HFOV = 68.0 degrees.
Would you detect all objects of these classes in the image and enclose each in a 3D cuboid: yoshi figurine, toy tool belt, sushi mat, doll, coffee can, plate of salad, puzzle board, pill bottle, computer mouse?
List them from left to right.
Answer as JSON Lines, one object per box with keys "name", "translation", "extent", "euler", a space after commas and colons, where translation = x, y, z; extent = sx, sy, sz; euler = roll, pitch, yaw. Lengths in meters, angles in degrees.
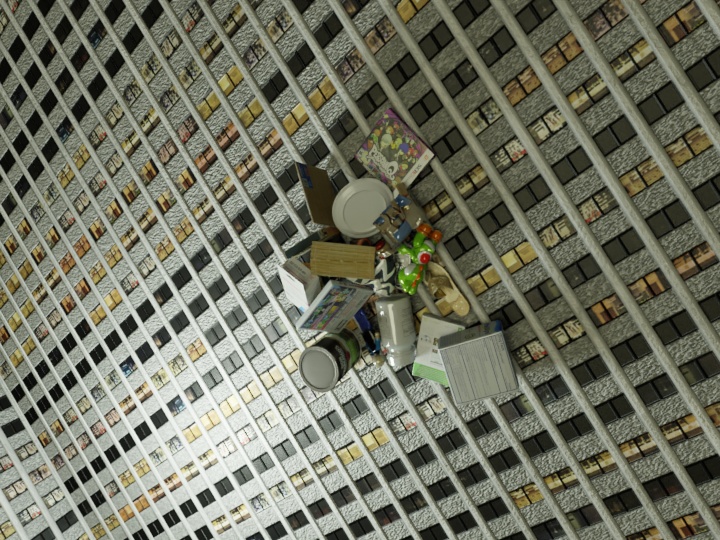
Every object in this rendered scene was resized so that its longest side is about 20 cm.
{"name": "puzzle board", "translation": [-0.126, -0.227, 1.626], "extent": [0.017, 0.149, 0.206], "euler": [-28, 72, 32]}
{"name": "coffee can", "translation": [-0.096, 0.282, 1.725], "extent": [0.141, 0.199, 0.152], "euler": [5, 104, 20]}
{"name": "sushi mat", "translation": [-0.050, -0.029, 1.550], "extent": [0.192, 0.012, 0.100], "euler": [5, 85, -9]}
{"name": "plate of salad", "translation": [0.007, -0.190, 1.611], "extent": [0.193, 0.049, 0.206], "euler": [-8, 126, -11]}
{"name": "doll", "translation": [0.028, 0.213, 1.714], "extent": [0.205, 0.047, 0.137], "euler": [65, 157, 15]}
{"name": "toy tool belt", "translation": [0.089, -0.148, 1.553], "extent": [0.201, 0.124, 0.123], "euler": [-47, 110, -12]}
{"name": "pill bottle", "translation": [0.115, 0.184, 1.662], "extent": [0.111, 0.114, 0.208], "euler": [-6, 99, 23]}
{"name": "computer mouse", "translation": [0.131, -0.046, 1.646], "extent": [0.106, 0.044, 0.208], "euler": [5, 99, 20]}
{"name": "yoshi figurine", "translation": [0.163, -0.031, 1.579], "extent": [0.109, 0.112, 0.206], "euler": [20, 82, 19]}

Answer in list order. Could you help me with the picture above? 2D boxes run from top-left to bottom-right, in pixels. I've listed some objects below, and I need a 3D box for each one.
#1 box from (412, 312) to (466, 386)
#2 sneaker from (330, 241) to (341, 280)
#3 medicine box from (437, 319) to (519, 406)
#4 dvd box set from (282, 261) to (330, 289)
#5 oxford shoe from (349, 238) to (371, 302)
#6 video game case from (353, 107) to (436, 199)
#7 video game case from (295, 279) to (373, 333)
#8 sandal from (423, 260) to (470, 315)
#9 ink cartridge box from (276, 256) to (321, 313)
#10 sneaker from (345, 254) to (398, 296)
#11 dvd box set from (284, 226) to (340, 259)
{"name": "box", "translation": [0.245, 0.248, 1.665], "extent": [0.140, 0.036, 0.208], "euler": [14, 105, 20]}
{"name": "sneaker", "translation": [-0.085, -0.019, 1.731], "extent": [0.074, 0.118, 0.201], "euler": [22, 146, -6]}
{"name": "medicine box", "translation": [0.345, 0.272, 1.566], "extent": [0.194, 0.103, 0.188], "euler": [-17, 100, 14]}
{"name": "dvd box set", "translation": [-0.160, 0.045, 1.720], "extent": [0.196, 0.029, 0.150], "euler": [8, 129, 46]}
{"name": "oxford shoe", "translation": [0.000, 0.000, 1.707], "extent": [0.071, 0.070, 0.208], "euler": [4, 99, 41]}
{"name": "video game case", "translation": [0.101, -0.345, 1.596], "extent": [0.200, 0.036, 0.182], "euler": [46, 115, 8]}
{"name": "video game case", "translation": [-0.079, 0.115, 1.631], "extent": [0.201, 0.179, 0.023], "euler": [-50, 51, 26]}
{"name": "sandal", "translation": [0.246, 0.054, 1.603], "extent": [0.212, 0.069, 0.078], "euler": [46, 114, 8]}
{"name": "ink cartridge box", "translation": [-0.177, 0.041, 1.596], "extent": [0.114, 0.068, 0.202], "euler": [36, 156, 22]}
{"name": "sneaker", "translation": [0.028, -0.019, 1.612], "extent": [0.194, 0.080, 0.133], "euler": [23, 93, -1]}
{"name": "dvd box set", "translation": [-0.134, -0.094, 1.660], "extent": [0.144, 0.199, 0.030], "euler": [-30, 90, 24]}
